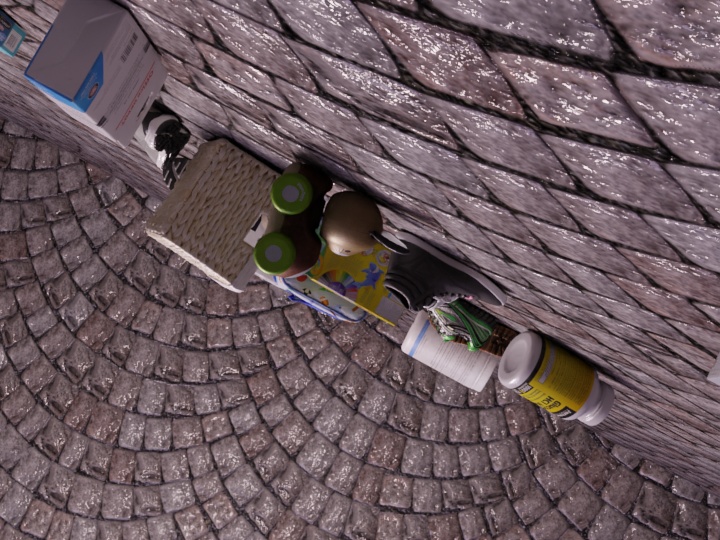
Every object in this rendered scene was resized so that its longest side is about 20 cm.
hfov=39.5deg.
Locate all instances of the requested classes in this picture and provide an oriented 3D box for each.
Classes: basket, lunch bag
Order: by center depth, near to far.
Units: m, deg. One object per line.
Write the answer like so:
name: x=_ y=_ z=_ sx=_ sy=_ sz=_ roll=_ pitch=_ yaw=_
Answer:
basket: x=-0.222 y=-0.094 z=1.611 sx=0.160 sy=0.199 sz=0.200 roll=34 pitch=174 yaw=-18
lunch bag: x=-0.058 y=0.000 z=1.821 sx=0.199 sy=0.161 sz=0.076 roll=29 pitch=174 yaw=-21

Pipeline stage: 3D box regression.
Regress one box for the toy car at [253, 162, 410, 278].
toy car: x=-0.029 y=-0.049 z=1.368 sx=0.199 sy=0.159 sz=0.164 roll=17 pitch=-173 yaw=-1

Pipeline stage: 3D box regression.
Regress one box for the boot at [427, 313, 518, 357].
boot: x=0.228 y=0.123 z=2.013 sx=0.199 sy=0.075 sz=0.107 roll=26 pitch=179 yaw=12

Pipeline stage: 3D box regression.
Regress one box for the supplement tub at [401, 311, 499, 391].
supplement tub: x=0.203 y=0.164 z=2.192 sx=0.199 sy=0.132 sz=0.132 roll=29 pitch=175 yaw=5

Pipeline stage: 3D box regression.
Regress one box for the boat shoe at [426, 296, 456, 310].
boat shoe: x=0.121 y=0.031 z=1.679 sx=0.072 sy=0.069 sz=0.200 roll=27 pitch=174 yaw=15

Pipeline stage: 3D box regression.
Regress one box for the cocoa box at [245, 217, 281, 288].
cocoa box: x=-0.240 y=-0.069 z=2.254 sx=0.199 sy=0.134 sz=0.131 roll=31 pitch=175 yaw=-18

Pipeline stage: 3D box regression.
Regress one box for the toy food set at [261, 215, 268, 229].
toy food set: x=-0.116 y=-0.064 z=2.145 sx=0.200 sy=0.061 sz=0.143 roll=40 pitch=171 yaw=-21

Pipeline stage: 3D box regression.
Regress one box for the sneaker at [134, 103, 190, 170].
sneaker: x=-0.334 y=-0.227 z=1.649 sx=0.079 sy=0.074 sz=0.200 roll=37 pitch=169 yaw=5

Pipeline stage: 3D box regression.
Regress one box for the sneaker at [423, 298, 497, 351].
sneaker: x=0.161 y=0.086 z=1.919 sx=0.199 sy=0.085 sz=0.078 roll=29 pitch=175 yaw=-1

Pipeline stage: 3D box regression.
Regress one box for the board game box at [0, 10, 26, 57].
board game box: x=-0.621 y=-0.406 z=1.494 sx=0.199 sy=0.047 sz=0.151 roll=28 pitch=175 yaw=9

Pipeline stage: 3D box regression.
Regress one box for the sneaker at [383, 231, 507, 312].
sneaker: x=0.120 y=0.030 z=1.511 sx=0.199 sy=0.100 sz=0.071 roll=28 pitch=173 yaw=-12

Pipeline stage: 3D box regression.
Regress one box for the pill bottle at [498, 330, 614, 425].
pill bottle: x=0.361 y=0.203 z=1.832 sx=0.199 sy=0.113 sz=0.112 roll=30 pitch=175 yaw=-15

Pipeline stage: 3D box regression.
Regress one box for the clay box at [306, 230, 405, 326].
clay box: x=0.000 y=0.000 z=1.767 sx=0.199 sy=0.115 sz=0.048 roll=30 pitch=175 yaw=-10

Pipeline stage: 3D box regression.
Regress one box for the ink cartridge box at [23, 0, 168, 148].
ink cartridge box: x=-0.293 y=-0.224 z=1.137 sx=0.068 sy=0.116 sz=0.200 roll=28 pitch=174 yaw=6

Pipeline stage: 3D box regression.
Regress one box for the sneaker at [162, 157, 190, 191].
sneaker: x=-0.319 y=-0.166 z=2.073 sx=0.199 sy=0.078 sz=0.090 roll=30 pitch=-178 yaw=8

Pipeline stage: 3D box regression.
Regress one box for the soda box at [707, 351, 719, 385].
soda box: x=0.370 y=0.079 z=0.870 sx=0.068 sy=0.064 sz=0.200 roll=28 pitch=174 yaw=8
